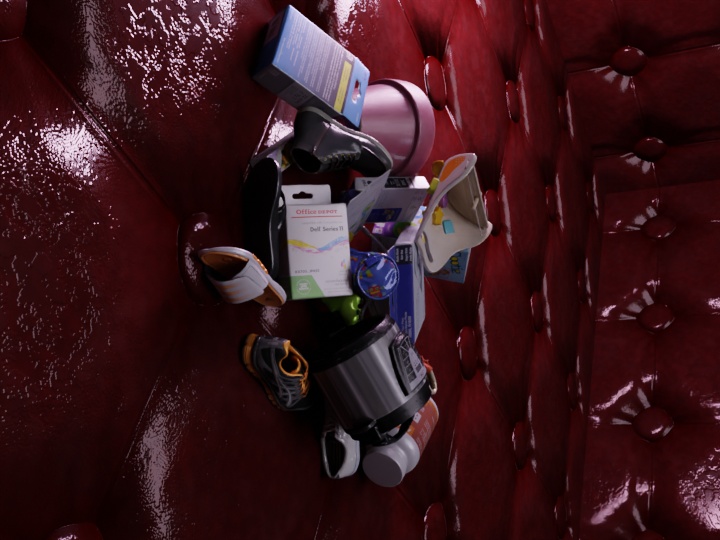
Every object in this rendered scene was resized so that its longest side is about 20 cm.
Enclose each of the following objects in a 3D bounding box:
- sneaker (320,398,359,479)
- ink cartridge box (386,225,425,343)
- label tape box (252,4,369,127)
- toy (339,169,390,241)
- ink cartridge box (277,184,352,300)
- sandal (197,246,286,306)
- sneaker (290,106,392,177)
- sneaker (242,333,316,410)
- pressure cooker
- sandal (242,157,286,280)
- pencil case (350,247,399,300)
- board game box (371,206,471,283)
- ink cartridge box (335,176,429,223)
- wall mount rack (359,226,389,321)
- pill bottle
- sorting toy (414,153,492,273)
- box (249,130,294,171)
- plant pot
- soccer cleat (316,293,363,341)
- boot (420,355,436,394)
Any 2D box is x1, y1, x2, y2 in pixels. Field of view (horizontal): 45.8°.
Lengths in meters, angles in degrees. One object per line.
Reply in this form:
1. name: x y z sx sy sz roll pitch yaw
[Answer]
1. sneaker: -0.038 0.279 1.539 0.071 0.073 0.202 -12 96 -66
2. ink cartridge box: 0.090 0.032 1.618 0.200 0.040 0.201 -54 143 -69
3. label tape box: -0.083 -0.349 1.509 0.200 0.066 0.144 33 53 -32
4. toy: -0.020 -0.110 1.565 0.115 0.047 0.200 -42 166 -32
5. ink cartridge box: -0.083 -0.053 1.461 0.116 0.067 0.202 -4 88 -24
6. sandal: -0.175 0.027 1.314 0.207 0.079 0.060 46 43 -53
7. sneaker: -0.037 -0.194 1.492 0.199 0.075 0.107 26 51 -20
8. sneaker: -0.117 0.173 1.402 0.200 0.077 0.079 53 39 -47
9. pressure cooker: 0.025 0.195 1.462 0.175 0.179 0.201 -31 96 -15
10. sandal: -0.153 -0.082 1.387 0.048 0.075 0.202 0 94 -57
11. pencil case: 0.000 0.000 1.528 0.078 0.200 0.087 -33 105 -14
12. board game box: 0.130 -0.061 1.763 0.105 0.199 0.103 91 13 -52
13. ink cartridge box: 0.030 -0.136 1.655 0.199 0.100 0.039 -4 53 -30
14. wall mount rack: 0.022 0.021 1.684 0.200 0.074 0.175 -50 134 -36
15. pill bottle: 0.078 0.335 1.710 0.200 0.111 0.113 -53 131 -53
16. sorting toy: 0.159 -0.097 1.623 0.181 0.106 0.201 -58 146 -28
17. box: -0.127 -0.212 1.493 0.200 0.041 0.039 -51 126 -55
18. plant pot: 0.014 -0.271 1.639 0.178 0.199 0.202 -6 91 -47
19. soccer cleat: -0.038 0.118 1.582 0.068 0.080 0.201 -69 165 -51
20. boot: 0.095 0.184 1.781 0.075 0.107 0.201 -57 133 -48
